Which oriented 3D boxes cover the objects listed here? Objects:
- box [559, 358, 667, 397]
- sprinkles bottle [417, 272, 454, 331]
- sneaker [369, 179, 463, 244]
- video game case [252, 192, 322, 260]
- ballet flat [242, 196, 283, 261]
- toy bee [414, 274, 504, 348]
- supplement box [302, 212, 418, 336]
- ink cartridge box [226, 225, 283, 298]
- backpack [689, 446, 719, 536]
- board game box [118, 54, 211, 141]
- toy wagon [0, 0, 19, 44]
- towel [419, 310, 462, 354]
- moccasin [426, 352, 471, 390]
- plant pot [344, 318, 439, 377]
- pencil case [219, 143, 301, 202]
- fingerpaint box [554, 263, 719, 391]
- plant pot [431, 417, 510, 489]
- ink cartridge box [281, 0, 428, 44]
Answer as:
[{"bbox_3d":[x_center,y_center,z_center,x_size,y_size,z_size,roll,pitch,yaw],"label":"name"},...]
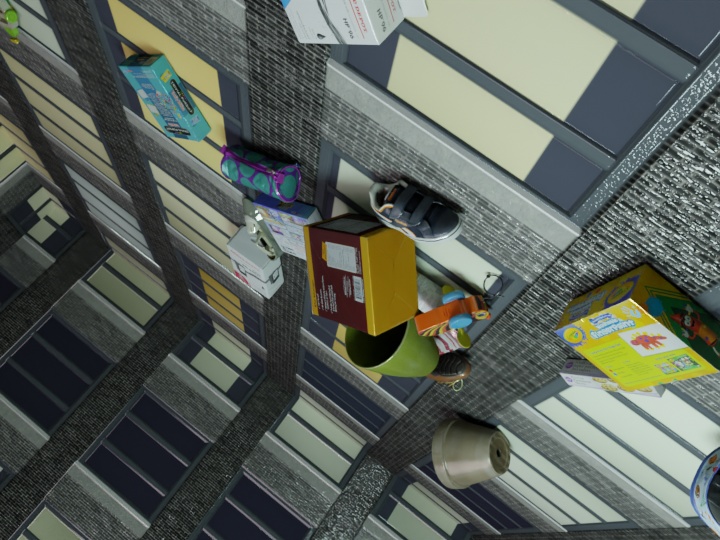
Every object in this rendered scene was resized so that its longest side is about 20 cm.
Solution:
[{"bbox_3d":[0.464,0.197,1.112,0.042,0.039,0.199,49,155,-20],"label":"box"},{"bbox_3d":[0.136,0.050,1.302,0.198,0.069,0.069,35,156,11],"label":"sprinkles bottle"},{"bbox_3d":[0.090,-0.108,1.080,0.198,0.079,0.080,20,156,41],"label":"sneaker"},{"bbox_3d":[-0.155,-0.099,1.498,0.198,0.046,0.182,20,151,37],"label":"video game case"},{"bbox_3d":[-0.273,-0.106,1.637,0.067,0.064,0.201,13,145,45],"label":"ballet flat"},{"bbox_3d":[0.214,0.090,1.207,0.197,0.134,0.108,-7,160,37],"label":"toy bee"},{"bbox_3d":[0.000,0.000,1.236,0.198,0.131,0.201,14,115,46],"label":"supplement box"},{"bbox_3d":[-0.317,-0.023,1.823,0.144,0.084,0.201,33,156,15],"label":"ink cartridge box"},{"bbox_3d":[0.659,0.384,0.997,0.190,0.201,0.154,38,170,9],"label":"backpack"},{"bbox_3d":[-0.455,-0.403,1.405,0.149,0.047,0.201,18,149,40],"label":"board game box"},{"bbox_3d":[-1.005,-0.726,1.659,0.154,0.040,0.201,26,154,29],"label":"toy wagon"},{"bbox_3d":[0.170,0.154,1.483,0.143,0.023,0.200,39,157,-5],"label":"towel"},{"bbox_3d":[0.228,0.260,1.534,0.077,0.074,0.201,31,155,-11],"label":"moccasin"},{"bbox_3d":[0.096,0.171,1.405,0.185,0.190,0.199,11,162,47],"label":"plant pot"},{"bbox_3d":[-0.222,-0.220,1.336,0.198,0.086,0.092,23,168,32],"label":"pencil case"},{"bbox_3d":[0.432,0.096,0.940,0.166,0.074,0.200,38,156,1],"label":"fingerpaint box"},{"bbox_3d":[0.332,0.528,1.742,0.172,0.201,0.201,-17,122,43],"label":"plant pot"},{"bbox_3d":[-0.019,-0.369,0.793,0.198,0.068,0.117,18,149,39],"label":"ink cartridge box"}]
